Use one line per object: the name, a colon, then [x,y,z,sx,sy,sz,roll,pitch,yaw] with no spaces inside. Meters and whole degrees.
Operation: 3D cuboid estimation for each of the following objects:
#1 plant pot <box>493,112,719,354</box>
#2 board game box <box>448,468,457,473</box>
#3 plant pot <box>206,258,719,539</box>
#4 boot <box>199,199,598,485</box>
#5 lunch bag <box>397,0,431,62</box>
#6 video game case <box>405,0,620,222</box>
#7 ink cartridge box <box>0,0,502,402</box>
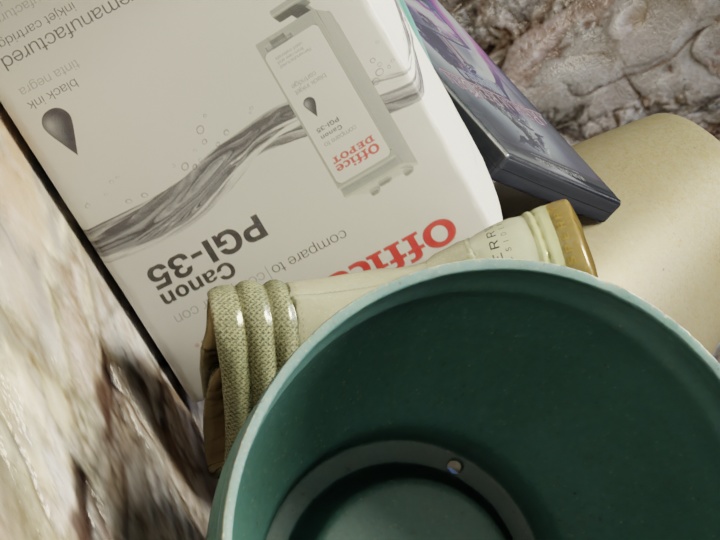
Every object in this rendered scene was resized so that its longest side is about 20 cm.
plant pot: [0.118,0.015,1.548,0.187,0.200,0.187,42,-20,19]
board game box: [0.036,0.138,1.207,0.103,0.019,0.201,-26,94,-43]
plant pot: [0.032,0.107,1.020,0.201,0.200,0.134,63,-20,2]
boot: [0.015,0.060,1.142,0.200,0.154,0.072,86,-10,-51]
lunch bag: [-0.060,-0.117,1.310,0.200,0.077,0.161,14,44,-47]
video game case: [0.037,-0.107,1.459,0.200,0.019,0.143,49,14,24]
ink cartridge box: [-0.051,-0.070,1.138,0.200,0.146,0.083,59,9,-25]
